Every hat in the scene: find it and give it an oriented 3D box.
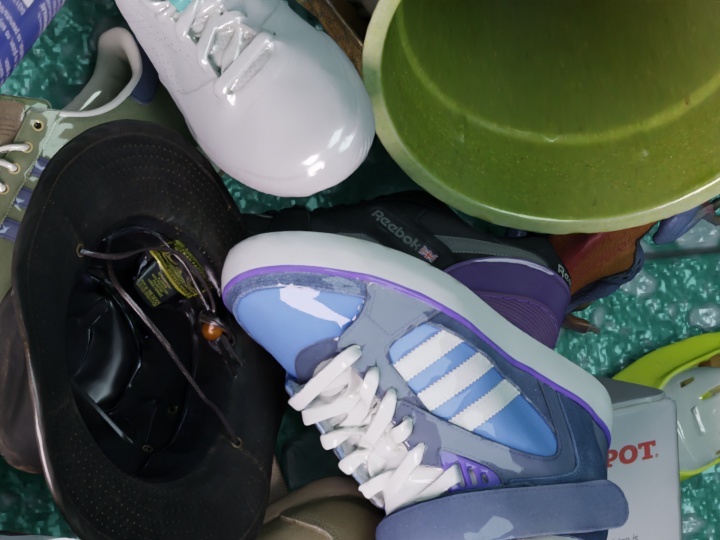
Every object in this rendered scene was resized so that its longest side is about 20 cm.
[{"bbox_3d":[-0.111,0.038,1.094,0.201,0.081,0.201,31,53,-51],"label":"hat"}]

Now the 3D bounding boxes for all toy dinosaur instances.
[{"bbox_3d":[0.139,-0.024,1.244,0.105,0.181,0.200,36,50,-15],"label":"toy dinosaur"}]

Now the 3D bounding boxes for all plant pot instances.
[{"bbox_3d":[0.098,-0.152,1.186,0.200,0.200,0.190,24,38,-23],"label":"plant pot"}]

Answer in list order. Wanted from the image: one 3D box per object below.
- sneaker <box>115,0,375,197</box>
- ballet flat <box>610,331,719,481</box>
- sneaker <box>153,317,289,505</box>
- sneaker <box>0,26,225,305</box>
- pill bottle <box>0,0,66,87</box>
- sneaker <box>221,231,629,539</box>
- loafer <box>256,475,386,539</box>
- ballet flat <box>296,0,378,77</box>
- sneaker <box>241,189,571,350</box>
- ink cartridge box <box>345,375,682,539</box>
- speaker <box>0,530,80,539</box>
[{"bbox_3d":[-0.072,-0.112,1.120,0.075,0.200,0.088,-41,149,2],"label":"sneaker"},{"bbox_3d":[0.195,0.061,1.329,0.200,0.067,0.067,-24,97,-26],"label":"ballet flat"},{"bbox_3d":[-0.083,0.092,1.186,0.076,0.070,0.200,-25,96,-21],"label":"sneaker"},{"bbox_3d":[-0.153,-0.035,1.157,0.200,0.067,0.090,-39,114,-31],"label":"sneaker"},{"bbox_3d":[-0.215,-0.092,1.112,0.111,0.111,0.200,41,69,-18],"label":"pill bottle"},{"bbox_3d":[0.019,0.083,1.090,0.200,0.081,0.147,28,53,-20],"label":"sneaker"},{"bbox_3d":[-0.070,0.163,1.141,0.200,0.067,0.076,-38,103,10],"label":"loafer"},{"bbox_3d":[0.002,-0.144,1.251,0.071,0.071,0.200,-41,103,-24],"label":"ballet flat"},{"bbox_3d":[0.000,0.000,1.210,0.200,0.076,0.088,18,53,11],"label":"sneaker"},{"bbox_3d":[0.076,0.159,1.231,0.146,0.083,0.200,-8,101,-27],"label":"ink cartridge box"},{"bbox_3d":[-0.156,0.147,1.069,0.081,0.200,0.081,2,86,-26],"label":"speaker"}]
